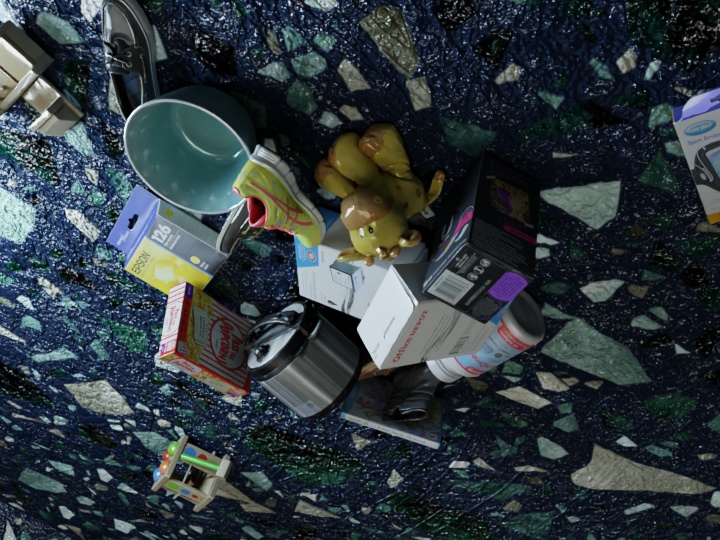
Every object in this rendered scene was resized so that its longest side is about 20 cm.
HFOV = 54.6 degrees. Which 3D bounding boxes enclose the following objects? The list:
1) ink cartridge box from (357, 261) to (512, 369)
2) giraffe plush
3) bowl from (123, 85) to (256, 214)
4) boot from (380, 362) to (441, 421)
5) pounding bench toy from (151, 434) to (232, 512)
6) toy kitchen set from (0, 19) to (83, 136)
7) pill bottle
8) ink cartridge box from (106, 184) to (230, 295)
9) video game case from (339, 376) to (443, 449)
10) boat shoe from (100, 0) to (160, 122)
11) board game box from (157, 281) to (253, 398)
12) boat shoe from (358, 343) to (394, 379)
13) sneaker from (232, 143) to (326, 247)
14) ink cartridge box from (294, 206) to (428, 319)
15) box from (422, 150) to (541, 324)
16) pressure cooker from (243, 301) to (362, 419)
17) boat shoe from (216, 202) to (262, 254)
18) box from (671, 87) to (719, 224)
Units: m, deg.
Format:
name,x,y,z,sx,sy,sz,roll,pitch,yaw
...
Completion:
name,x,y,z,sx,sy,sz,roll,pitch,yaw
ink cartridge box,0.115,0.062,1.057,0.199,0.084,0.145,-4,136,-34
giraffe plush,0.021,-0.089,1.019,0.200,0.163,0.173,32,135,-14
bowl,-0.236,-0.194,1.042,0.200,0.105,0.201,9,137,9
boot,0.136,0.219,1.318,0.200,0.132,0.070,-27,120,37
pounding bench toy,-0.435,0.511,1.813,0.156,0.125,0.200,31,135,-13
toy kitchen set,-0.550,-0.226,1.059,0.200,0.181,0.163,-22,126,40
pill bottle,0.207,0.115,1.195,0.109,0.109,0.200,36,130,-19
ink cartridge box,-0.360,-0.038,1.288,0.199,0.047,0.198,30,137,-17
video game case,0.067,0.273,1.391,0.199,0.143,0.018,18,119,0
boat shoe,-0.337,-0.295,1.000,0.070,0.066,0.201,12,137,6
board game box,-0.286,0.134,1.325,0.046,0.152,0.200,-21,140,26
boat shoe,0.037,0.177,1.353,0.068,0.072,0.200,42,130,-21
sneaker,-0.122,-0.088,1.015,0.078,0.090,0.200,28,162,41
ink cartridge box,0.000,0.000,1.146,0.199,0.086,0.147,21,139,21
box,0.173,-0.048,0.982,0.106,0.200,0.122,27,136,-10
pressure cooker,-0.115,0.156,1.300,0.200,0.179,0.176,42,90,-20
boat shoe,-0.184,-0.089,1.155,0.060,0.072,0.201,29,134,-6
box,0.480,-0.157,0.889,0.119,0.042,0.200,-15,125,31
